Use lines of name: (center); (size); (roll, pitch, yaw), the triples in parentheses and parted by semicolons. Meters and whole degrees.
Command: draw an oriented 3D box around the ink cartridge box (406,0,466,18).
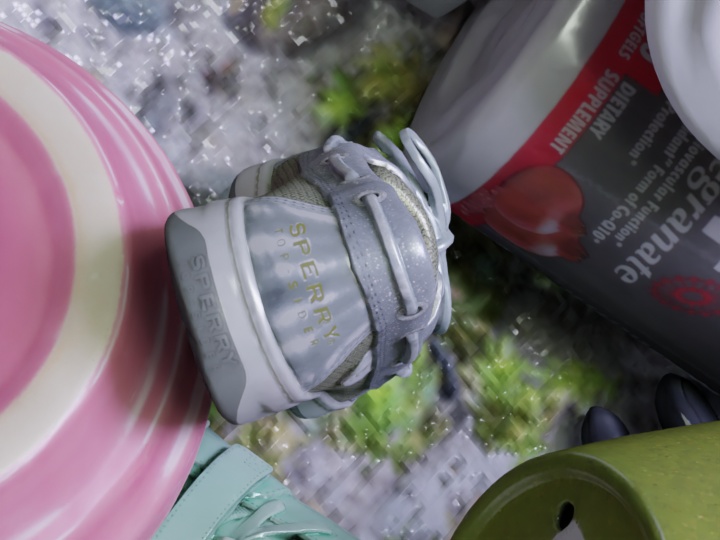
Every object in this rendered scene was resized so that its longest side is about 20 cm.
ink cartridge box: (0.037, -0.194, 0.744); (0.145, 0.200, 0.145); (31, 64, -16)

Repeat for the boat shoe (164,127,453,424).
boat shoe: (-0.001, -0.002, 0.689); (0.065, 0.202, 0.075); (-17, 89, 9)

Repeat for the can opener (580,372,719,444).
can opener: (0.125, 0.128, 0.800); (0.063, 0.079, 0.200); (-31, 90, 8)

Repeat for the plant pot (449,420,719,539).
plant pot: (0.120, 0.109, 0.636); (0.200, 0.187, 0.187); (17, 69, -35)

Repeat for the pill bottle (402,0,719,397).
pill bottle: (0.122, -0.020, 0.788); (0.200, 0.111, 0.111); (34, 64, -12)

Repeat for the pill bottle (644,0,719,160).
pill bottle: (0.161, -0.112, 0.725); (0.111, 0.111, 0.200); (46, 41, -10)

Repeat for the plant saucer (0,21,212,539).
plant saucer: (-0.135, 0.007, 0.642); (0.200, 0.051, 0.201); (3, 62, -6)

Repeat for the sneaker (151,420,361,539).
sneaker: (-0.034, 0.069, 0.685); (0.200, 0.118, 0.074); (41, 63, -12)
